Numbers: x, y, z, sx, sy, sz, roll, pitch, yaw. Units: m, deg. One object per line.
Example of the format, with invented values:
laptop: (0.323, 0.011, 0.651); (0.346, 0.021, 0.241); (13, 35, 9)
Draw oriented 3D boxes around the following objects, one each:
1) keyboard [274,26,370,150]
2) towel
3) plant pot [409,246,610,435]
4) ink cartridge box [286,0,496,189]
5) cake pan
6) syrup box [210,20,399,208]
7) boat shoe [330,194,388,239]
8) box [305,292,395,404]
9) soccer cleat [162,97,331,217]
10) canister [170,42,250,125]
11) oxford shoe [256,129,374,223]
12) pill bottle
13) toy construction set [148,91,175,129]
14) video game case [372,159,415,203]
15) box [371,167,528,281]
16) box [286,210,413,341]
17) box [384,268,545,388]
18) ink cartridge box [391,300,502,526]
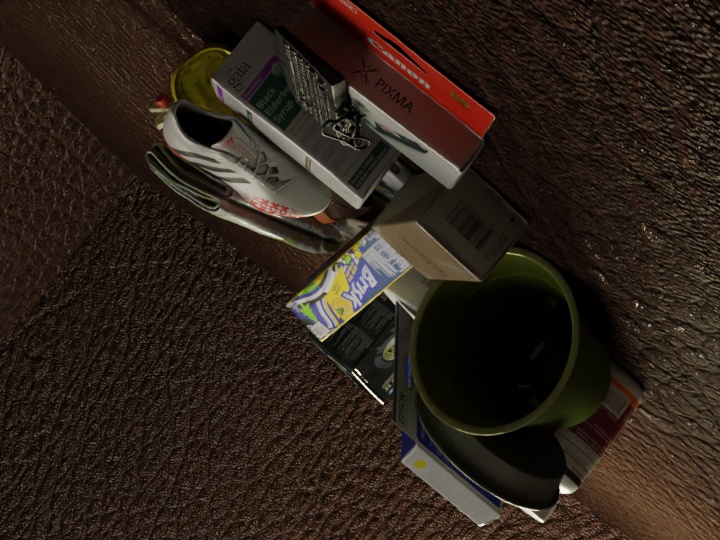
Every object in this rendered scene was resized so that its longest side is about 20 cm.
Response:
keyboard: (-0.041, -0.150, 1.328); (0.104, 0.040, 0.200); (39, 175, 7)
towel: (-0.138, -0.082, 1.719); (0.199, 0.049, 0.171); (21, -171, -47)
plant pot: (0.183, 0.096, 1.609); (0.199, 0.201, 0.190); (34, -177, 35)
ink cartridge box: (0.021, -0.159, 1.277); (0.199, 0.044, 0.174); (38, 175, 3)
cake pan: (0.151, 0.183, 1.648); (0.199, 0.037, 0.201); (31, -158, -14)
syrup box: (-0.054, -0.159, 1.522); (0.199, 0.079, 0.081); (39, 174, 1)
boat shoe: (-0.010, -0.078, 1.754); (0.200, 0.071, 0.070); (37, 149, 36)
box: (0.042, 0.054, 1.919); (0.086, 0.201, 0.164); (36, 173, 24)
soccer cleat: (-0.121, -0.119, 1.566); (0.199, 0.069, 0.085); (29, 161, 3)
canister: (-0.161, -0.191, 1.737); (0.149, 0.086, 0.200); (54, 177, -12)
oxford shoe: (-0.050, -0.135, 1.634); (0.072, 0.072, 0.200); (-6, 139, 33)
pill bottle: (0.243, 0.197, 1.786); (0.114, 0.201, 0.114); (38, 174, 5)
toy construction set: (-0.187, -0.194, 2.016); (0.199, 0.093, 0.131); (30, 180, -38)
video game case: (-0.007, -0.134, 1.693); (0.182, 0.022, 0.200); (40, 174, -8)
box: (0.087, -0.047, 1.504); (0.095, 0.078, 0.200); (41, 172, -8)
box: (0.000, 0.000, 1.690); (0.064, 0.070, 0.200); (45, 135, -5)
box: (0.138, 0.052, 1.784); (0.152, 0.107, 0.200); (33, 171, 36)
ink cartridge box: (0.089, 0.167, 1.719); (0.200, 0.047, 0.199); (41, -149, -27)
